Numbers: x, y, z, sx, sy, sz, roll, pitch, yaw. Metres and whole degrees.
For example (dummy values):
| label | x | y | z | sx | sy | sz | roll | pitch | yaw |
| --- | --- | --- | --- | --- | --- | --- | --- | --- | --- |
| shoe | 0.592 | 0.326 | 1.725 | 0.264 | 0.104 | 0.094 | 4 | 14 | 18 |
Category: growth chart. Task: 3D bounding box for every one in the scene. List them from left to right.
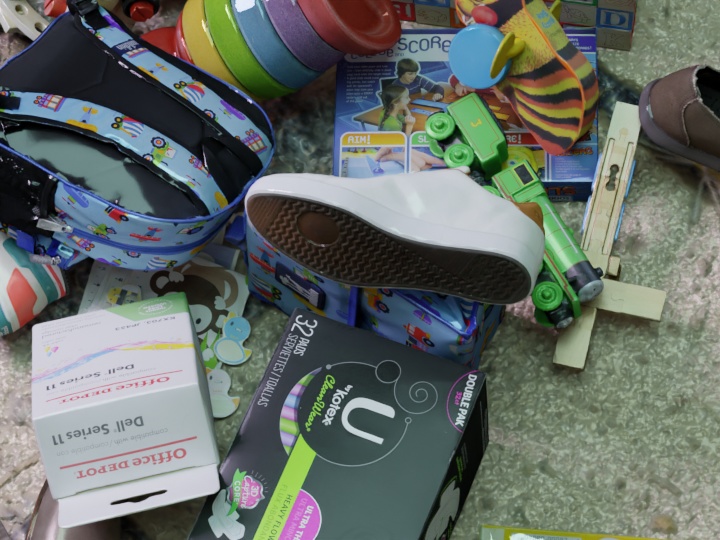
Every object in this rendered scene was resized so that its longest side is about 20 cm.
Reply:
| label | x | y | z | sx | sy | sz | roll | pitch | yaw |
| --- | --- | --- | --- | --- | --- | --- | --- | --- | --- |
| growth chart | -0.148 | 0.032 | 1.732 | 0.145 | 0.018 | 0.200 | 7 | 66 | 7 |

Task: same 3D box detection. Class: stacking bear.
| label | x | y | z | sx | sy | sz | roll | pitch | yaw |
| --- | --- | --- | --- | --- | --- | --- | --- | --- | --- |
| stacking bear | -0.090 | -0.173 | 1.757 | 0.200 | 0.114 | 0.121 | -25 | 104 | 25 |

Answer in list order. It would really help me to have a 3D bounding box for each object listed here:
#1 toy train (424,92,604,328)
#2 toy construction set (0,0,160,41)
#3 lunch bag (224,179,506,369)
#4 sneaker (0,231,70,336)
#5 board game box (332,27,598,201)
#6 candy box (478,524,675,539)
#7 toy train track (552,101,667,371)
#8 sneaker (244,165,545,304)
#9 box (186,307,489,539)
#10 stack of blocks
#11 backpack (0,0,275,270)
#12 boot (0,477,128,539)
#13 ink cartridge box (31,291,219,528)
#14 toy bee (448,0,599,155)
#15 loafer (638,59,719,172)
| label | x | y | z | sx | sy | sz | roll | pitch | yaw |
| --- | --- | --- | --- | --- | --- | --- | --- | --- | --- |
| toy train | 0.111 | -0.045 | 1.691 | 0.056 | 0.042 | 0.200 | -28 | 64 | -5 |
| toy construction set | -0.226 | -0.217 | 1.779 | 0.131 | 0.200 | 0.092 | 11 | 67 | -30 |
| lunch bag | 0.000 | 0.000 | 1.655 | 0.200 | 0.151 | 0.094 | 22 | 68 | 9 |
| sneaker | -0.312 | -0.025 | 1.740 | 0.200 | 0.070 | 0.093 | 40 | 68 | 17 |
| board game box | 0.080 | -0.119 | 1.776 | 0.200 | 0.034 | 0.135 | 1 | 65 | 4 |
| candy box | 0.177 | 0.233 | 1.608 | 0.200 | 0.026 | 0.102 | 4 | 68 | 6 |
| toy train track | 0.175 | -0.024 | 1.711 | 0.115 | 0.033 | 0.200 | 13 | 80 | 10 |
| sneaker | 0.026 | -0.035 | 1.560 | 0.200 | 0.073 | 0.085 | 15 | 47 | 6 |
| box | -0.013 | 0.156 | 1.605 | 0.148 | 0.124 | 0.200 | 18 | 66 | 13 |
| stack of blocks | 0.113 | -0.234 | 1.785 | 0.200 | 0.115 | 0.059 | 8 | 65 | 8 |
| backpack | -0.170 | -0.078 | 1.675 | 0.200 | 0.135 | 0.183 | 27 | 44 | 11 |
| boot | -0.190 | 0.211 | 1.629 | 0.200 | 0.070 | 0.146 | -28 | 72 | -8 |
| ink cartridge box | -0.161 | 0.092 | 1.597 | 0.117 | 0.067 | 0.200 | -13 | 23 | -3 |
| toy bee | 0.106 | -0.183 | 1.701 | 0.200 | 0.109 | 0.131 | 33 | 32 | -14 |
| loafer | 0.302 | -0.096 | 1.703 | 0.200 | 0.071 | 0.073 | 16 | 65 | -16 |
